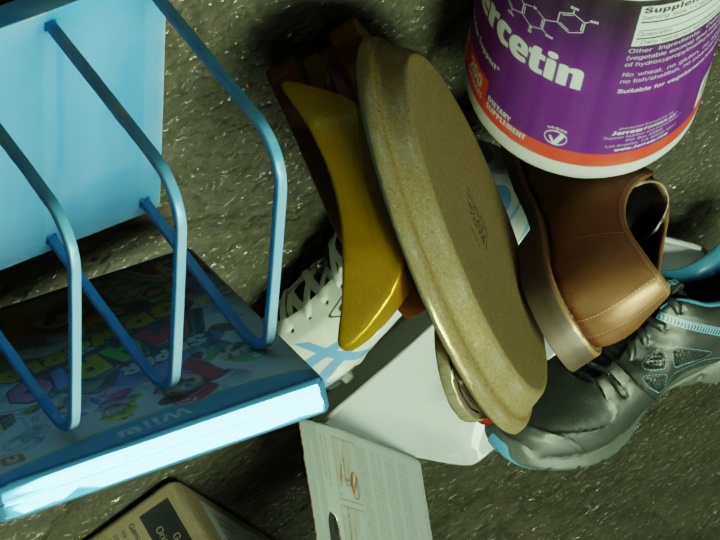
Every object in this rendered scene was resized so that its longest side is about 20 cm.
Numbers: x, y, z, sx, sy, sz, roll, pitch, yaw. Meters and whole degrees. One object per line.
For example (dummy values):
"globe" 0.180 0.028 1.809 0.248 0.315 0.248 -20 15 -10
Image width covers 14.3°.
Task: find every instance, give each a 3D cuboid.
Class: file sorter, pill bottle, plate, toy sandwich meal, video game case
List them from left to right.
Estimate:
"file sorter" -0.141 -0.009 1.141 0.200 0.123 0.139 -23 144 -24
"video game case" -0.110 0.044 1.231 0.143 0.200 0.018 -18 111 -14
"toy sandwich meal" 0.018 -0.016 1.267 0.070 0.206 0.205 -21 158 13
"plate" 0.080 0.031 1.619 0.200 0.032 0.199 -43 153 18
"pill bottle" 0.109 -0.136 1.259 0.112 0.113 0.200 -25 153 -19

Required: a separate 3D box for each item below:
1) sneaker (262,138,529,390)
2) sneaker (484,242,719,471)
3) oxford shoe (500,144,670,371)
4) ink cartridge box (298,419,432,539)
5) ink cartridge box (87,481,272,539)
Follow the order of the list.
"sneaker" 0.000 0.000 1.440 0.200 0.072 0.072 -36 118 22
"sneaker" 0.151 0.042 1.627 0.200 0.073 0.082 -29 139 -26
"oxford shoe" 0.111 -0.034 1.358 0.071 0.200 0.071 -29 126 15
"ink cartridge box" -0.004 0.172 1.557 0.047 0.161 0.200 -13 166 18
"ink cartridge box" -0.060 0.223 1.630 0.075 0.165 0.200 -36 156 5
